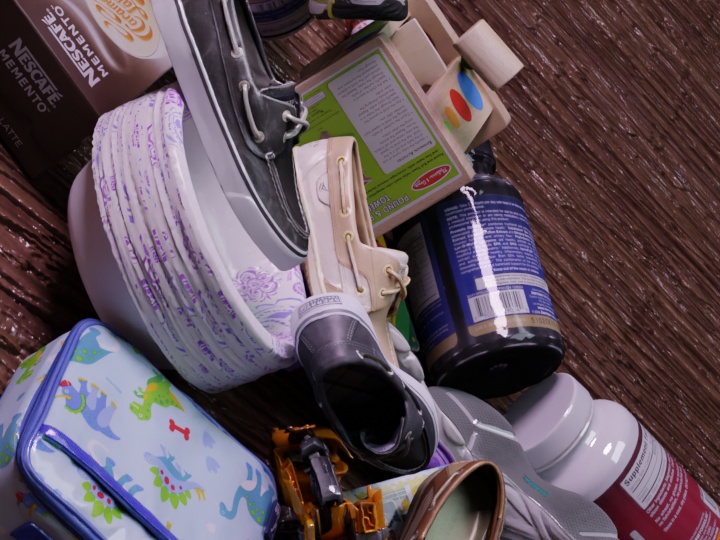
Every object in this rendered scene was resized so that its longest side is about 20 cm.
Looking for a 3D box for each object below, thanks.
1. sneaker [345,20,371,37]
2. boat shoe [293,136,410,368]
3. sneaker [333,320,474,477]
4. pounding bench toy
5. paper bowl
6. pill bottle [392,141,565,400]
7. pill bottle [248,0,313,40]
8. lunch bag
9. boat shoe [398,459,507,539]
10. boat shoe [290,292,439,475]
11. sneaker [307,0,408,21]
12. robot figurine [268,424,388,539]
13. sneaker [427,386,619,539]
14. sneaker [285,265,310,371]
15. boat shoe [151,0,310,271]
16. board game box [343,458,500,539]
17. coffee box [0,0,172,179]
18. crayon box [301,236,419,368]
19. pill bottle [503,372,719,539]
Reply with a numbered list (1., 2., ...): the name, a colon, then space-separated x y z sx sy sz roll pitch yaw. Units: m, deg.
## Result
1. sneaker: 0.008 -0.171 1.969 0.109 0.067 0.201 62 28 6
2. boat shoe: 0.000 0.000 1.649 0.074 0.069 0.201 15 55 -78
3. sneaker: 0.019 0.119 1.748 0.081 0.083 0.201 32 -24 57
4. pounding bench toy: 0.048 -0.131 1.758 0.125 0.199 0.156 55 26 -9
5. paper bowl: -0.120 -0.016 1.559 0.201 0.104 0.202 -21 90 -76
6. pill bottle: 0.088 -0.006 1.903 0.111 0.111 0.201 15 53 -49
7. pill bottle: -0.077 -0.239 1.799 0.200 0.110 0.112 66 -1 -81
8. lunch bag: -0.146 0.145 1.482 0.200 0.082 0.161 47 37 -18
9. boat shoe: 0.051 0.214 1.624 0.075 0.074 0.201 24 59 -12
10. boat shoe: 0.009 0.092 1.568 0.200 0.069 0.067 65 7 -51
11. sneaker: 0.000 -0.228 1.728 0.200 0.075 0.077 -93 -174 -71
12. robot figurine: -0.020 0.168 1.539 0.200 0.058 0.146 -143 -134 -75
13. sneaker: 0.106 0.175 1.828 0.200 0.080 0.070 45 36 12
14. sneaker: -0.100 -0.016 1.696 0.099 0.069 0.201 -3 63 -48
15. boat shoe: -0.069 -0.098 1.531 0.071 0.063 0.201 -56 124 -74
16. board game box: 0.051 0.244 1.672 0.134 0.029 0.201 -12 73 -28
17. coffee box: -0.194 -0.165 1.662 0.115 0.079 0.200 53 32 -10
18. crayon box: -0.037 -0.024 1.797 0.127 0.051 0.201 6 59 -52
19. pill bottle: 0.202 0.180 1.913 0.200 0.113 0.113 45 35 -21
